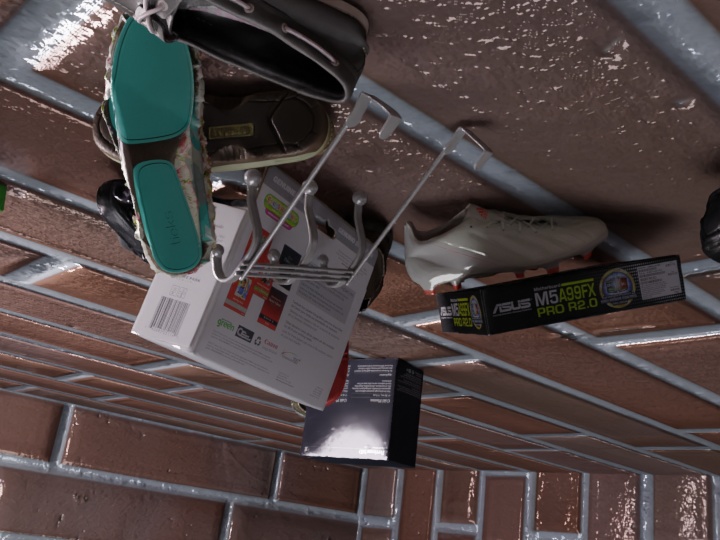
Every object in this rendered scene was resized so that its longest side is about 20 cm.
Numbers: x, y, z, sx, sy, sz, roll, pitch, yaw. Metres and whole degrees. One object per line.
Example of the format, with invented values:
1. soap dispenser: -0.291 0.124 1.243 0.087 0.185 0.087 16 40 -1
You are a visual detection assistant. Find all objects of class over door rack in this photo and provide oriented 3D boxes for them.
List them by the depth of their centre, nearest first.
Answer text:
1. over door rack: -0.012 -0.062 0.641 0.200 0.067 0.147 -42 155 29

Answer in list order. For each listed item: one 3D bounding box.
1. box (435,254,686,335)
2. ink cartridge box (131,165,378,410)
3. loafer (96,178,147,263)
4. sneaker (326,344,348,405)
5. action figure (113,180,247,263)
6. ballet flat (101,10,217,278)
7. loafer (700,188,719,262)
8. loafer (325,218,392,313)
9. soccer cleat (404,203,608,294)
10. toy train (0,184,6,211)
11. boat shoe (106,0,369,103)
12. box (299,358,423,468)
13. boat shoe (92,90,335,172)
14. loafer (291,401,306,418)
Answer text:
1. box: 0.191 0.026 0.804 0.198 0.045 0.160 -9 179 -9
2. ink cartridge box: -0.086 0.016 0.757 0.083 0.177 0.200 12 165 36
3. loafer: -0.238 -0.043 0.885 0.070 0.069 0.201 -5 162 12
4. sneaker: -0.053 0.060 0.936 0.078 0.202 0.116 -9 166 1
5. action figure: -0.167 -0.040 0.793 0.101 0.120 0.200 21 157 14
6. ballet flat: -0.145 -0.094 0.591 0.075 0.202 0.064 -2 -161 -7
7. loafer: 0.335 -0.063 0.582 0.068 0.071 0.200 18 154 -26
8. loafer: 0.000 0.000 0.910 0.072 0.072 0.200 4 161 9
9. soccer cleat: 0.137 -0.032 0.785 0.198 0.078 0.069 -12 -167 14
10. toy train: -0.490 -0.089 0.898 0.198 0.042 0.056 4 171 10
11. boat shoe: -0.088 -0.159 0.507 0.198 0.058 0.067 13 160 -17
12. box: 0.003 0.267 1.508 0.199 0.184 0.104 -5 158 33
13. boat shoe: -0.118 -0.108 0.665 0.198 0.072 0.076 5 177 11
14. loafer: -0.055 0.295 1.803 0.198 0.076 0.070 8 150 -15
